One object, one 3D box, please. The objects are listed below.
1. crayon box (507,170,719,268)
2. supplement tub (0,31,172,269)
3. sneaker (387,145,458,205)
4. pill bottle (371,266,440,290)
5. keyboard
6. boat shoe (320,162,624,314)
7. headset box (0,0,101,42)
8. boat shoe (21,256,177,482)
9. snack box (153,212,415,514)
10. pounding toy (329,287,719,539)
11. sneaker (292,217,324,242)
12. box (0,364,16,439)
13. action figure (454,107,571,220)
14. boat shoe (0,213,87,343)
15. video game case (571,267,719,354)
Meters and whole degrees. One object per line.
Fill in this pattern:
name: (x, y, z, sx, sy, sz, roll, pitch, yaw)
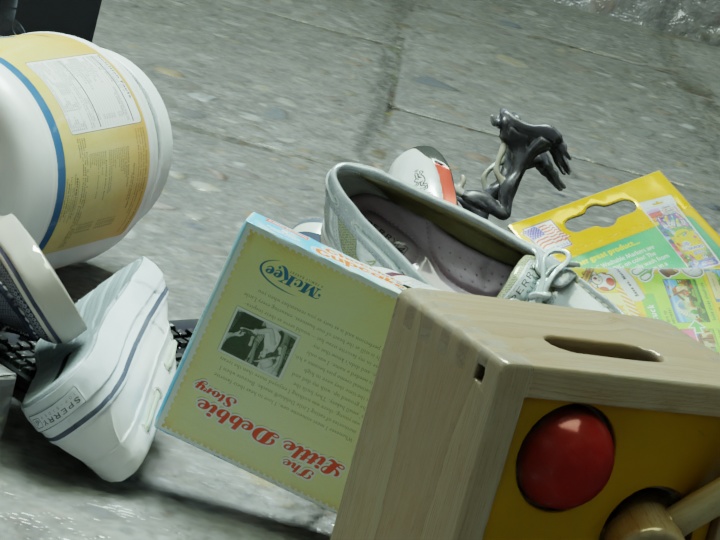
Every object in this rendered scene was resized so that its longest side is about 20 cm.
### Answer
crayon box: (0.186, 0.039, 1.708, 0.125, 0.052, 0.200, -20, 55, -31)
supplement tub: (-0.209, -0.068, 1.724, 0.144, 0.145, 0.200, 20, 14, 18)
sneaker: (0.000, 0.000, 1.695, 0.108, 0.067, 0.202, 7, 51, -13)
pill bottle: (0.027, 0.063, 1.535, 0.200, 0.110, 0.109, 23, 16, 30)
keyboard: (-0.150, 0.040, 1.627, 0.127, 0.021, 0.200, 25, 16, 34)
boat shoe: (0.065, 0.004, 1.612, 0.202, 0.074, 0.065, 31, -26, 19)
headset box: (-0.274, -0.172, 1.954, 0.174, 0.201, 0.093, 4, 17, -40)
boat shoe: (-0.130, 0.057, 1.503, 0.067, 0.073, 0.200, 53, 19, -12)
snack box: (0.011, 0.066, 1.426, 0.199, 0.116, 0.037, 26, 10, 2)
pounding toy: (0.117, 0.101, 1.325, 0.199, 0.185, 0.142, 7, 16, -30)
sneaker: (0.022, 0.040, 1.757, 0.199, 0.070, 0.082, 22, 38, 22)
box: (-0.292, 0.038, 1.417, 0.158, 0.049, 0.200, 0, 21, -47)
action figure: (0.053, -0.018, 1.873, 0.102, 0.200, 0.119, 52, -12, 0)
boat shoe: (-0.212, 0.016, 1.499, 0.093, 0.075, 0.200, -34, 21, -12)
video game case: (0.216, 0.076, 1.627, 0.181, 0.023, 0.200, 0, 47, -16)
